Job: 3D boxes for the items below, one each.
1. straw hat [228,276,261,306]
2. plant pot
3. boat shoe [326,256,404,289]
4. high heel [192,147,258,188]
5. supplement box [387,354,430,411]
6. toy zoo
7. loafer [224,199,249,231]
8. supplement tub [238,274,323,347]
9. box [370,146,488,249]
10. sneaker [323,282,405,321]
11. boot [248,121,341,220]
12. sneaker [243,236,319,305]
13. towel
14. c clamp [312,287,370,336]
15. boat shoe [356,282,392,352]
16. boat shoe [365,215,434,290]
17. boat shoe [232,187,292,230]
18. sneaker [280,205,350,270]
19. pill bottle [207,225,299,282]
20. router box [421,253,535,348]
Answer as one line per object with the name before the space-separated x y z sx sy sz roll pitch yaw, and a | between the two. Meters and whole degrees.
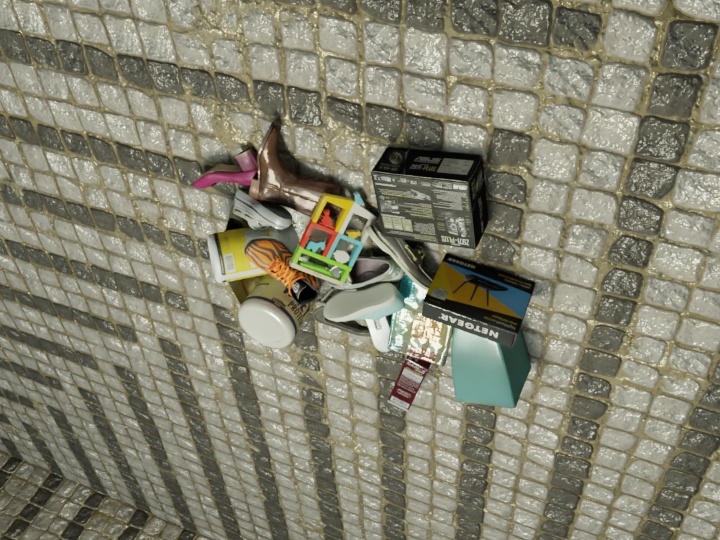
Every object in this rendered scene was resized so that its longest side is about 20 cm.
straw hat | -0.257 0.053 1.950 0.085 0.201 0.202 -30 121 -1
plant pot | 0.277 0.172 1.712 0.140 0.142 0.201 3 125 29
boat shoe | 0.001 0.002 1.734 0.200 0.075 0.065 -4 172 32
high heel | -0.287 -0.194 1.728 0.199 0.067 0.097 -17 110 38
supplement box | 0.131 0.242 1.891 0.060 0.109 0.201 25 139 6
toy zoo | -0.051 -0.077 1.648 0.130 0.020 0.201 21 105 -24
loafer | -0.288 -0.087 1.843 0.075 0.068 0.201 21 138 14
supplement tub | -0.181 0.065 1.830 0.144 0.201 0.146 17 139 16
box | 0.136 -0.140 1.509 0.198 0.086 0.165 9 136 25
sneaker | 0.011 0.088 1.752 0.199 0.074 0.082 -12 141 33
boot | -0.120 -0.200 1.628 0.198 0.064 0.187 18 128 -2
sneaker | -0.158 0.003 1.682 0.199 0.112 0.078 29 108 -38
towel | 0.140 0.107 1.747 0.145 0.022 0.202 16 112 18
c clamp | -0.029 0.113 1.874 0.199 0.027 0.171 23 147 -24
boat shoe | 0.043 0.087 1.818 0.071 0.066 0.202 -15 106 14
boat shoe | 0.098 -0.038 1.652 0.061 0.072 0.201 -42 111 10
boat shoe | -0.213 -0.118 1.694 0.200 0.073 0.067 35 111 49
sneaker | -0.120 -0.087 1.703 0.199 0.116 0.074 38 142 -7
pill bottle | -0.238 -0.044 1.762 0.198 0.113 0.113 -11 140 -14
router box | 0.242 0.059 1.601 0.198 0.150 0.051 18 140 14
